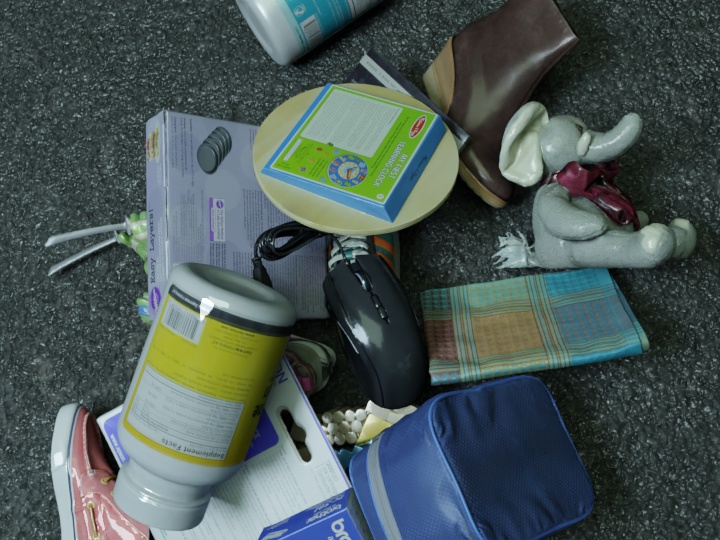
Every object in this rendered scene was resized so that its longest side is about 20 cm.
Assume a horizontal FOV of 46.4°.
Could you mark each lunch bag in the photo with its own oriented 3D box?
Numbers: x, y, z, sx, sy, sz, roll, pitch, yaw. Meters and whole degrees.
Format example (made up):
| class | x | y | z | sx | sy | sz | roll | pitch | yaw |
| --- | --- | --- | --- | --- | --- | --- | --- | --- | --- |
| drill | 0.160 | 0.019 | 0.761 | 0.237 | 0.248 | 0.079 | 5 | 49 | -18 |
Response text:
| class | x | y | z | sx | sy | sz | roll | pitch | yaw |
| --- | --- | --- | --- | --- | --- | --- | --- | --- | --- |
| lunch bag | 0.096 | 0.183 | 0.732 | 0.132 | 0.198 | 0.137 | -38 | 65 | 39 |

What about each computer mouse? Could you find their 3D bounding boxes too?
| class | x | y | z | sx | sy | sz | roll | pitch | yaw |
| --- | --- | --- | --- | --- | --- | --- | --- | --- | --- |
| computer mouse | -0.017 | 0.035 | 0.754 | 0.139 | 0.046 | 0.203 | -15 | 82 | -20 |

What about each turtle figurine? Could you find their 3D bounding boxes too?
| class | x | y | z | sx | sy | sz | roll | pitch | yaw |
| --- | --- | --- | --- | --- | --- | --- | --- | --- | --- |
| turtle figurine | -0.217 | -0.058 | 0.864 | 0.198 | 0.144 | 0.196 | 23 | 71 | 10 |

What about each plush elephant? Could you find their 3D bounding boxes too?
| class | x | y | z | sx | sy | sz | roll | pitch | yaw |
| --- | --- | --- | --- | --- | --- | --- | --- | --- | --- |
| plush elephant | 0.215 | -0.083 | 0.804 | 0.198 | 0.164 | 0.158 | -2 | 93 | 37 |

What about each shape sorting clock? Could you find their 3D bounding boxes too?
| class | x | y | z | sx | sy | sz | roll | pitch | yaw |
| --- | --- | --- | --- | --- | --- | --- | --- | --- | --- |
| shape sorting clock | -0.004 | -0.109 | 0.801 | 0.196 | 0.040 | 0.202 | -1 | 49 | 1 |

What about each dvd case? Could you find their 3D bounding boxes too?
| class | x | y | z | sx | sy | sz | roll | pitch | yaw |
| --- | --- | --- | --- | --- | --- | --- | --- | --- | --- |
| dvd case | 0.000 | -0.109 | 0.883 | 0.149 | 0.016 | 0.201 | 45 | 105 | 18 |

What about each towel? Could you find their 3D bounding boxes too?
| class | x | y | z | sx | sy | sz | roll | pitch | yaw |
| --- | --- | --- | --- | --- | --- | --- | --- | --- | --- |
| towel | 0.158 | 0.047 | 0.803 | 0.197 | 0.022 | 0.147 | -9 | 30 | 4 |

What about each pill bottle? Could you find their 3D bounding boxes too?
| class | x | y | z | sx | sy | sz | roll | pitch | yaw |
| --- | --- | --- | --- | --- | --- | --- | --- | --- | --- |
| pill bottle | -0.135 | 0.104 | 0.697 | 0.111 | 0.112 | 0.203 | 23 | 97 | 13 |
| pill bottle | -0.037 | -0.329 | 0.944 | 0.199 | 0.111 | 0.111 | -36 | 72 | -6 |

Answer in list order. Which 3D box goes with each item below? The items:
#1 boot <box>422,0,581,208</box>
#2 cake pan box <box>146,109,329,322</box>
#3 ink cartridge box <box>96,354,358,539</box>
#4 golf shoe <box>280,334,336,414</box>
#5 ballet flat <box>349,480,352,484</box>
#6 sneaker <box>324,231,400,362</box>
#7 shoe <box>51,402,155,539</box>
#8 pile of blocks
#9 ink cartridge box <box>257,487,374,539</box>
| class | x | y | z | sx | sy | sz | roll | pitch | yaw |
| --- | --- | --- | --- | --- | --- | --- | --- | --- | --- |
| boot | 0.154 | -0.185 | 0.862 | 0.166 | 0.072 | 0.202 | -36 | 60 | 29 |
| cake pan box | -0.117 | -0.043 | 0.821 | 0.182 | 0.052 | 0.204 | 0 | 84 | -37 |
| ink cartridge box | -0.115 | 0.180 | 0.775 | 0.198 | 0.043 | 0.200 | -28 | 88 | 13 |
| golf shoe | -0.119 | 0.096 | 0.847 | 0.197 | 0.092 | 0.074 | 5 | 106 | 25 |
| ballet flat | 0.053 | 0.274 | 0.766 | 0.199 | 0.073 | 0.073 | 34 | 79 | 13 |
| sneaker | 0.000 | 0.000 | 0.828 | 0.070 | 0.080 | 0.203 | -13 | 84 | 18 |
| shoe | -0.242 | 0.226 | 0.818 | 0.089 | 0.072 | 0.203 | -9 | 77 | 2 |
| pile of blocks | -0.031 | 0.169 | 0.816 | 0.197 | 0.062 | 0.083 | -16 | 83 | 10 |
| ink cartridge box | -0.004 | 0.300 | 0.726 | 0.093 | 0.044 | 0.202 | -26 | 96 | 10 |
